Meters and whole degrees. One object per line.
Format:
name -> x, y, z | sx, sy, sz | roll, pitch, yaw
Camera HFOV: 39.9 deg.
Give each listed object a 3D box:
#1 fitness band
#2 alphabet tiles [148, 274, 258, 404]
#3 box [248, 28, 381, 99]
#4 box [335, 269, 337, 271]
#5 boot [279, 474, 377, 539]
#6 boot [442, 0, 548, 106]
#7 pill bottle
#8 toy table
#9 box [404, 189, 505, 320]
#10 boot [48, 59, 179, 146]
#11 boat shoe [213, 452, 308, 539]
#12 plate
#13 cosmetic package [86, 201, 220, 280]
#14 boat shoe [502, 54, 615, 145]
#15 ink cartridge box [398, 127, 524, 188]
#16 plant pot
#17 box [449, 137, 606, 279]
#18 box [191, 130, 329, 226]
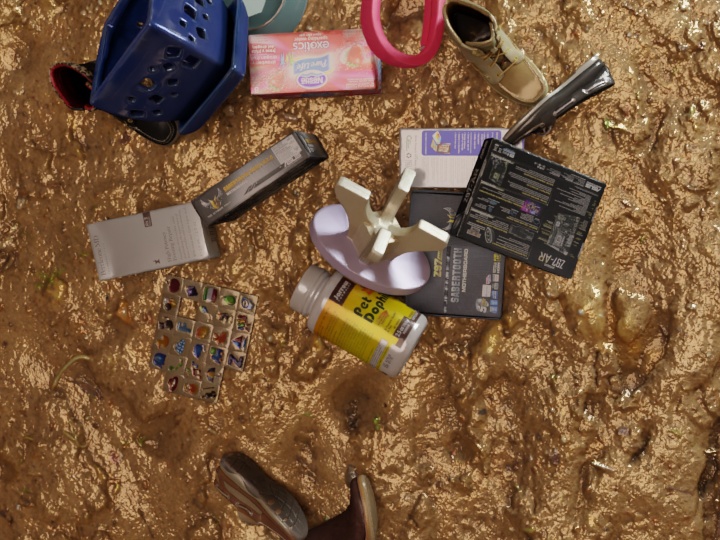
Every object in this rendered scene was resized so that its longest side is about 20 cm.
fitness band -> 0.065, -0.409, 1.524 | 0.143, 0.037, 0.200 | 12, 77, -34
alphabet tiles -> -0.272, 0.121, 1.692 | 0.167, 0.008, 0.200 | 13, 97, 8
box -> -0.069, -0.325, 1.568 | 0.200, 0.103, 0.095 | -2, 95, 6
box -> 0.000, 0.000, 1.607 | 0.070, 0.064, 0.200 | -16, 92, 11
boot -> -0.055, 0.440, 1.648 | 0.166, 0.072, 0.200 | -3, 98, 8
boot -> 0.203, -0.329, 1.498 | 0.073, 0.155, 0.200 | -43, 88, 10
pill bottle -> -0.006, 0.072, 1.526 | 0.200, 0.109, 0.109 | 29, 99, 6
toy table -> 0.033, -0.058, 1.491 | 0.200, 0.184, 0.117 | 19, 143, -13
box -> 0.154, -0.026, 1.585 | 0.157, 0.051, 0.201 | 5, 94, 10
boot -> -0.398, -0.271, 1.604 | 0.200, 0.151, 0.073 | 44, 108, 5
boat shoe -> -0.169, 0.391, 1.657 | 0.200, 0.076, 0.072 | 40, 110, 26
plate -> -0.184, -0.458, 1.619 | 0.200, 0.026, 0.201 | 1, 96, 10
cosmetic package -> -0.345, -0.050, 1.657 | 0.200, 0.074, 0.102 | -12, 92, 9
boat shoe -> 0.307, -0.249, 1.518 | 0.200, 0.067, 0.057 | -41, 90, -6
ink cartridge box -> 0.161, -0.179, 1.579 | 0.200, 0.037, 0.095 | 2, 94, 12
plant pot -> -0.285, -0.341, 1.527 | 0.180, 0.200, 0.200 | 22, 136, -29
box -> 0.258, -0.094, 1.526 | 0.200, 0.044, 0.161 | 19, 92, -12
box -> -0.155, -0.146, 1.573 | 0.200, 0.158, 0.048 | -32, 91, 11
